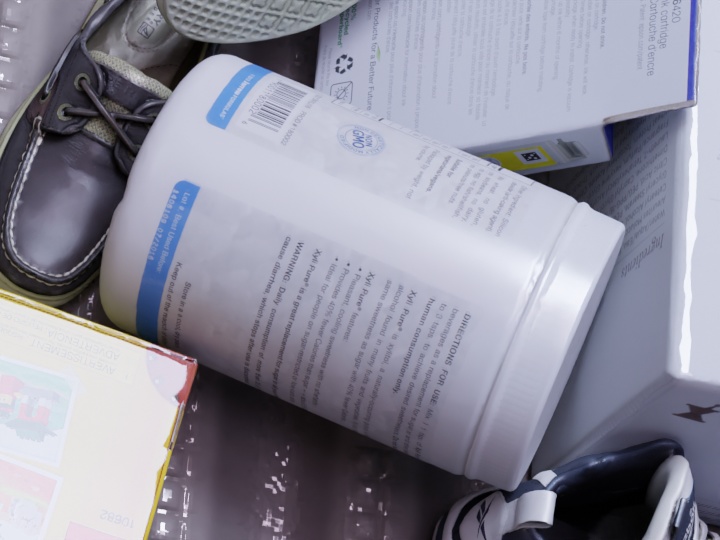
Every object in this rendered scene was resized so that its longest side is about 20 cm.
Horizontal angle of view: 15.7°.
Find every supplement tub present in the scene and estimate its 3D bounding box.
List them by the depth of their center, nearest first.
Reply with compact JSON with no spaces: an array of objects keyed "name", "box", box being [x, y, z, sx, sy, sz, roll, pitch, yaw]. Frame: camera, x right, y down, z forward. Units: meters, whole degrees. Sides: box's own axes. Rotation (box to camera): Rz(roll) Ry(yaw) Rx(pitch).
[{"name":"supplement tub","box":[0.000,0.000,1.133,0.199,0.132,0.132,24,62,7]}]

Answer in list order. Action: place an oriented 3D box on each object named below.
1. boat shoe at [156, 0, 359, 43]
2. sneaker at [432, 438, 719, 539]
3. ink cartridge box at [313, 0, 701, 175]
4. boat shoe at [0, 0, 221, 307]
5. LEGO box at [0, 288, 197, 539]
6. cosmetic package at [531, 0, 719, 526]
[{"name":"boat shoe","box":[-0.011,-0.168,1.188,0.200,0.075,0.062,-33,51,-15]},{"name":"sneaker","box":[0.141,0.132,1.162,0.199,0.130,0.080,21,65,-12]},{"name":"ink cartridge box","box":[0.075,-0.139,1.219,0.047,0.199,0.198,42,48,-53]},{"name":"boat shoe","box":[-0.114,-0.078,1.182,0.073,0.065,0.201,26,63,-10]},{"name":"LEGO box","box":[-0.185,0.082,1.086,0.199,0.077,0.149,21,64,-13]},{"name":"cosmetic package","box":[0.187,0.002,1.210,0.164,0.165,0.201,13,65,-15]}]
